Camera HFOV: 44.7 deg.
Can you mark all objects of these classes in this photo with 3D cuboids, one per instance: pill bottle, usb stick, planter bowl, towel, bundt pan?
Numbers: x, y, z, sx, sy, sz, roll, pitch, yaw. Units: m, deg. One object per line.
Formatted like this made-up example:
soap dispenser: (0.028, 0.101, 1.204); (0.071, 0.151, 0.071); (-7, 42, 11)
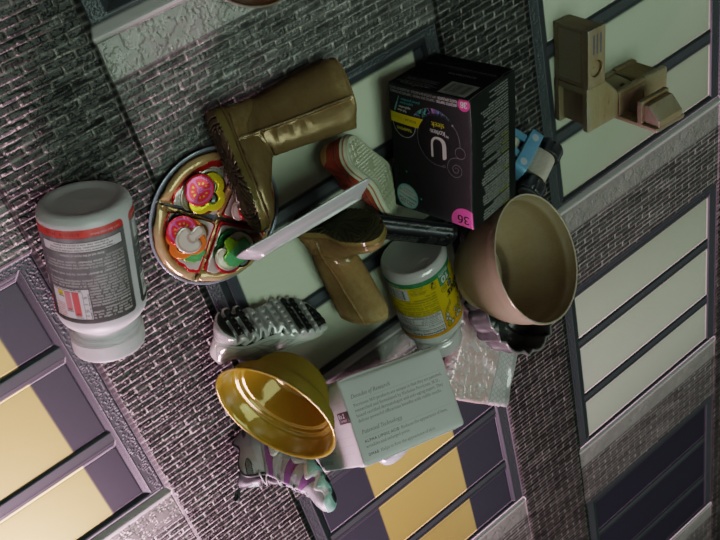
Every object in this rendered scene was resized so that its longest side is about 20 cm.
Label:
pill bottle: (0.109, 0.046, 1.444); (0.112, 0.112, 0.203); (-34, 130, -17)
pill bottle: (-0.325, 0.003, 1.079); (0.114, 0.115, 0.204); (-19, 124, -28)
usb stick: (0.050, -0.066, 1.334); (0.195, 0.056, 0.033); (6, 68, -13)
planter bowl: (0.234, -0.008, 1.398); (0.197, 0.133, 0.206); (9, 76, -38)
towel: (0.228, 0.145, 1.611); (0.189, 0.032, 0.205); (17, 85, -42)
bundt pan: (0.254, 0.052, 1.542); (0.199, 0.075, 0.207); (12, 72, -40)
planter bowl: (-0.108, 0.180, 1.284); (0.084, 0.196, 0.203); (-58, 141, -38)

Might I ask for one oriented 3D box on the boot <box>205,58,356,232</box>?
boot: (-0.086, -0.169, 1.166); (0.197, 0.066, 0.179); (-25, 102, -25)

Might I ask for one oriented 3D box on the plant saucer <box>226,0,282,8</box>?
plant saucer: (-0.130, -0.425, 1.056); (0.197, 0.034, 0.205); (-19, 125, -29)

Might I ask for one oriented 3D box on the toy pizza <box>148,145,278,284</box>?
toy pizza: (-0.194, -0.070, 1.199); (0.197, 0.032, 0.205); (-19, 124, -30)

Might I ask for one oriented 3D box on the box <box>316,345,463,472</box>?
box: (0.023, 0.225, 1.396); (0.196, 0.198, 0.134); (-15, 82, -30)

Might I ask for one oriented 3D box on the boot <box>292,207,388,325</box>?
boot: (0.000, 0.000, 1.305); (0.066, 0.173, 0.202); (-50, 133, -27)

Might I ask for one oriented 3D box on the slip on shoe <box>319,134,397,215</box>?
slip on shoe: (0.003, -0.137, 1.303); (0.199, 0.060, 0.076); (37, 53, -55)

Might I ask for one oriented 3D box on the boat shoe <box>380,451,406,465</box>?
boat shoe: (0.075, 0.246, 1.560); (0.071, 0.071, 0.203); (42, 75, -47)

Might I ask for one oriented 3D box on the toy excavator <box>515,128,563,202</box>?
toy excavator: (0.226, -0.202, 1.407); (0.197, 0.195, 0.101); (32, 70, -3)

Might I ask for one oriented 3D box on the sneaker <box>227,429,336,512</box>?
sneaker: (-0.134, 0.322, 1.358); (0.139, 0.201, 0.078); (-37, 149, -8)

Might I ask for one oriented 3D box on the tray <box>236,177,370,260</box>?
tray: (-0.076, -0.064, 1.196); (0.198, 0.107, 0.022); (-32, 93, -15)

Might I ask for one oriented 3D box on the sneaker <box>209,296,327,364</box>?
sneaker: (-0.140, 0.093, 1.314); (0.197, 0.076, 0.082); (-4, 135, -38)

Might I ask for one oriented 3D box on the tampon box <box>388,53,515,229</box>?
tampon box: (0.138, -0.192, 1.294); (0.126, 0.148, 0.204); (-36, 133, -38)

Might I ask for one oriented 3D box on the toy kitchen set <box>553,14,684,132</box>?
toy kitchen set: (0.451, -0.343, 1.466); (0.197, 0.163, 0.184); (-28, 128, -23)
